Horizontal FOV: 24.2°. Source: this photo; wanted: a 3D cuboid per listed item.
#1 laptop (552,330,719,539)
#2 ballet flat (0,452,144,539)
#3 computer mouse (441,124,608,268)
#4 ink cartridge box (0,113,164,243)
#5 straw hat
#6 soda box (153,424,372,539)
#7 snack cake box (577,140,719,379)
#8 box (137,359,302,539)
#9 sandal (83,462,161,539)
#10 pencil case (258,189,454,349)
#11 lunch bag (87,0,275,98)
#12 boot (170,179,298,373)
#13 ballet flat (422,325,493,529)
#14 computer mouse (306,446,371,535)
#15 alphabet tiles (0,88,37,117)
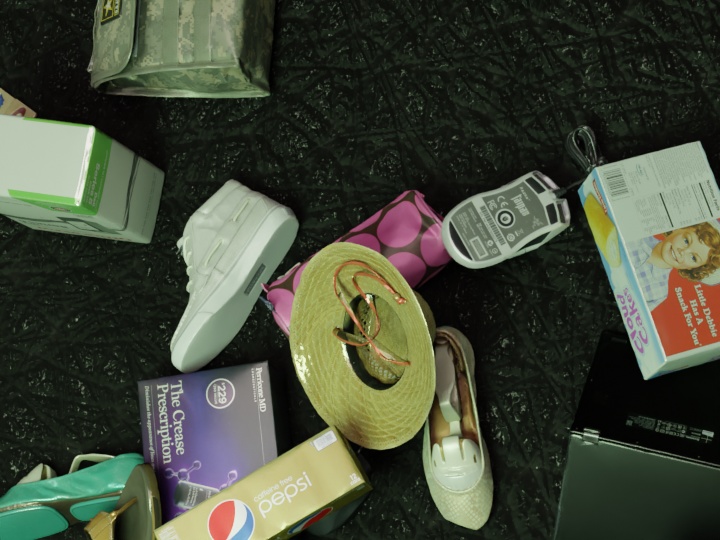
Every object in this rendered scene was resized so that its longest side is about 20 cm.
[{"bbox_3d":[0.296,0.185,1.607,0.186,0.116,0.201,12,52,15],"label":"laptop"},{"bbox_3d":[-0.301,0.228,1.722,0.198,0.068,0.071,-13,51,10],"label":"ballet flat"},{"bbox_3d":[0.165,-0.060,1.656,0.199,0.044,0.110,-24,78,-16],"label":"computer mouse"},{"bbox_3d":[-0.305,-0.092,1.716,0.144,0.200,0.085,8,82,15],"label":"ink cartridge box"},{"bbox_3d":[0.027,0.063,1.611,0.200,0.085,0.203,16,114,39],"label":"straw hat"},{"bbox_3d":[-0.091,0.226,1.583,0.199,0.068,0.064,-30,75,0],"label":"soda box"},{"bbox_3d":[0.298,-0.011,1.601,0.114,0.067,0.202,-14,74,-14],"label":"snack cake box"},{"bbox_3d":[-0.139,0.203,1.672,0.140,0.079,0.202,-9,76,6],"label":"box"},{"bbox_3d":[-0.250,0.269,1.650,0.200,0.054,0.082,-51,49,35],"label":"sandal"},{"bbox_3d":[0.000,0.000,1.683,0.199,0.091,0.094,-33,59,2],"label":"pencil case"},{"bbox_3d":[-0.197,-0.272,1.776,0.198,0.118,0.166,-1,77,20],"label":"lunch bag"},{"bbox_3d":[-0.154,0.003,1.733,0.095,0.074,0.201,30,78,24],"label":"boot"},{"bbox_3d":[0.086,0.152,1.637,0.067,0.062,0.202,-11,76,11],"label":"ballet flat"},{"bbox_3d":[0.000,0.173,1.669,0.058,0.034,0.201,28,85,19],"label":"computer mouse"},{"bbox_3d":[-0.454,-0.140,1.865,0.199,0.006,0.167,35,87,18],"label":"alphabet tiles"}]
